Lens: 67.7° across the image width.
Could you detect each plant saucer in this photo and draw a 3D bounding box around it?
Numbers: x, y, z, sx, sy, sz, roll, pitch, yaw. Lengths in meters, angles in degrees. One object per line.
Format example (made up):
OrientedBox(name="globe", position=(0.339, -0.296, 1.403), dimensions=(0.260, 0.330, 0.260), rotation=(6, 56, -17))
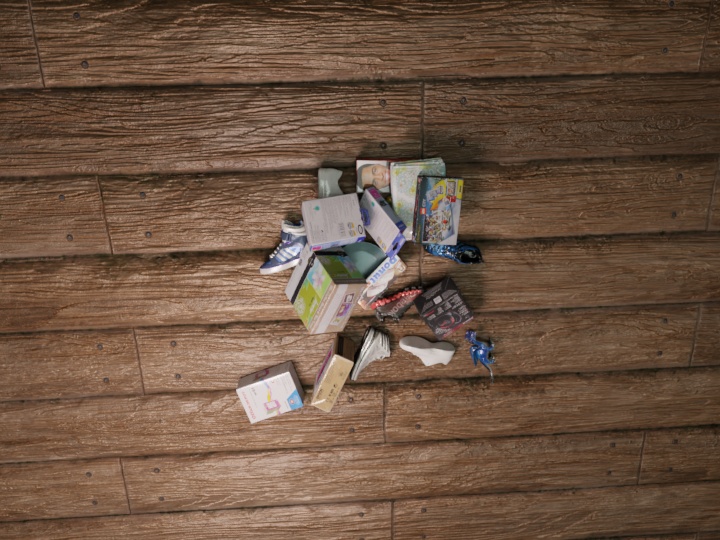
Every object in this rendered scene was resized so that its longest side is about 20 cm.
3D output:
OrientedBox(name="plant saucer", position=(0.000, 0.000, 1.758), dimensions=(0.197, 0.039, 0.204), rotation=(-1, 107, -2))

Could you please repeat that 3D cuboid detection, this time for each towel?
OrientedBox(name="towel", position=(0.175, -0.234, 1.624), dimensions=(0.168, 0.048, 0.203), rotation=(-6, 107, -8))

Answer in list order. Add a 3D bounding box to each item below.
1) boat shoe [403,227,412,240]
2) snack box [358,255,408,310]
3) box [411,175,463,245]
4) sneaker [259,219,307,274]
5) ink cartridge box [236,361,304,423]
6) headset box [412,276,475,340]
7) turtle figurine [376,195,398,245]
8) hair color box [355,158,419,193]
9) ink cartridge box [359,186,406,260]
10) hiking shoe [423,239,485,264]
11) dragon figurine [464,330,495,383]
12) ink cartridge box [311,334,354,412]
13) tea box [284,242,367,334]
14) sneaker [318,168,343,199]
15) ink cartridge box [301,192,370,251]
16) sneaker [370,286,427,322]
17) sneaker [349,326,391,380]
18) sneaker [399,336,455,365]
OrientedBox(name="boat shoe", position=(0.210, -0.140, 1.711), dimensions=(0.197, 0.066, 0.073), rotation=(-13, 109, 1))
OrientedBox(name="snack box", position=(0.061, 0.033, 1.735), dimensions=(0.072, 0.024, 0.200), rotation=(43, 100, -7))
OrientedBox(name="box", position=(0.229, -0.179, 1.605), dimensions=(0.134, 0.038, 0.203), rotation=(1, 107, -12))
OrientedBox(name="sneaker", position=(-0.245, -0.084, 1.703), dimensions=(0.197, 0.081, 0.149), rotation=(-17, 100, 6))
OrientedBox(name="ink cartridge box", position=(-0.310, 0.421, 1.851), dimensions=(0.197, 0.085, 0.146), rotation=(-19, 108, 4))
OrientedBox(name="headset box", position=(0.280, 0.133, 1.764), dimensions=(0.148, 0.075, 0.200), rotation=(-34, 137, 8))
OrientedBox(name="turtle figurine", position=(0.101, -0.164, 1.681), dimensions=(0.196, 0.064, 0.164), rotation=(2, 103, 7))
OrientedBox(name="hair color box", position=(0.084, -0.293, 1.658), dimensions=(0.196, 0.061, 0.103), rotation=(-1, 108, -2))
OrientedBox(name="ink cartridge box", position=(0.067, -0.142, 1.627), dimensions=(0.201, 0.042, 0.120), rotation=(54, 144, 16))
OrientedBox(name="hiking shoe", position=(0.301, -0.067, 1.728), dimensions=(0.196, 0.087, 0.076), rotation=(8, 107, -6))
OrientedBox(name="dragon figurine", position=(0.414, 0.294, 1.865), dimensions=(0.098, 0.059, 0.203), rotation=(-7, 107, -1))
OrientedBox(name="ink cartridge box", position=(-0.092, 0.340, 1.795), dimensions=(0.074, 0.165, 0.202), rotation=(23, 105, -8))
OrientedBox(name="tea box", position=(-0.109, 0.053, 1.648), dimensions=(0.132, 0.197, 0.202), rotation=(-1, 130, -41))
OrientedBox(name="sneaker", position=(-0.089, -0.212, 1.661), dimensions=(0.087, 0.075, 0.204), rotation=(0, 106, -7))
OrientedBox(name="ink cartridge box", position=(-0.065, -0.145, 1.582), dimensions=(0.197, 0.076, 0.139), rotation=(-11, 82, -10))
OrientedBox(name="sneaker", position=(0.134, 0.116, 1.774), dimensions=(0.197, 0.071, 0.099), rotation=(-19, 80, 4))
OrientedBox(name="sneaker", position=(0.041, 0.303, 1.838), dimensions=(0.114, 0.076, 0.203), rotation=(22, 103, -8))
OrientedBox(name="sneaker", position=(0.223, 0.288, 1.851), dimensions=(0.197, 0.076, 0.090), rotation=(12, 119, -8))
